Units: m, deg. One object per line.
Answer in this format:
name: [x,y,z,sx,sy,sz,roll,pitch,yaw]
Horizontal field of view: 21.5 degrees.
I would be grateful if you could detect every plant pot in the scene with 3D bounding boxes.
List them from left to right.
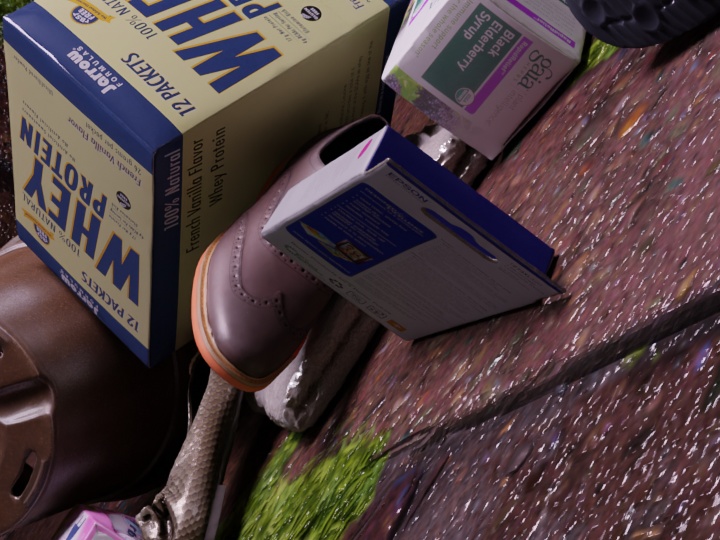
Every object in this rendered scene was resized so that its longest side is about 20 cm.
plant pot: [-0.219,0.078,1.224,0.201,0.200,0.198,-51,-9,20]

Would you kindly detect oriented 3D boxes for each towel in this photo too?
towel: [0.000,0.000,1.084,0.201,0.034,0.132,-57,10,-5]

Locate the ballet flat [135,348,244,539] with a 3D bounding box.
ballet flat: [-0.096,0.095,1.101,0.201,0.046,0.068,-82,7,-47]

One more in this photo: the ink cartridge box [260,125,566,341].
ink cartridge box: [0.024,-0.015,0.859,0.037,0.094,0.200,-57,11,-14]

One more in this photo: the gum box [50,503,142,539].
gum box: [-0.185,0.233,1.114,0.201,0.066,0.113,-57,12,-8]

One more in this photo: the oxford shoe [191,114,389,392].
oxford shoe: [-0.034,-0.018,1.022,0.072,0.071,0.201,-41,18,40]

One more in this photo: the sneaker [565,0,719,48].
sneaker: [0.164,-0.165,0.809,0.082,0.070,0.200,-42,4,-36]

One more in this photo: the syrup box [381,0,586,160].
syrup box: [0.080,-0.157,1.071,0.079,0.081,0.201,-50,11,33]

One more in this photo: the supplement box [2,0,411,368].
supplement box: [-0.094,-0.089,1.146,0.199,0.134,0.201,-35,-27,-29]
